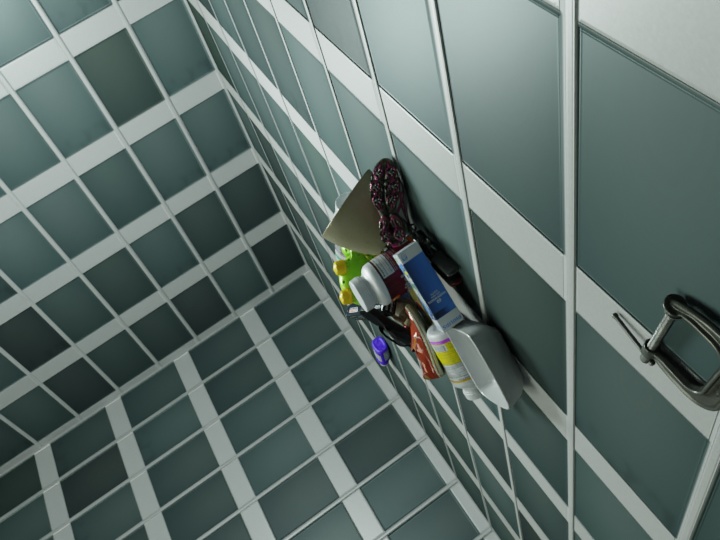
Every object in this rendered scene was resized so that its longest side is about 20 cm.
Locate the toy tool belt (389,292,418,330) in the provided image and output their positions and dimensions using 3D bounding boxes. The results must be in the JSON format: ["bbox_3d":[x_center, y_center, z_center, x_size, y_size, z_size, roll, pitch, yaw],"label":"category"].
[{"bbox_3d":[0.127,0.084,1.923,0.124,0.125,0.199,32,-177,-35],"label":"toy tool belt"}]

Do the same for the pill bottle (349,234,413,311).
[{"bbox_3d":[0.075,0.010,1.699,0.114,0.197,0.113,55,171,13],"label":"pill bottle"}]

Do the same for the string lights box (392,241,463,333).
[{"bbox_3d":[0.152,0.036,1.575,0.203,0.058,0.103,59,179,-1],"label":"string lights box"}]

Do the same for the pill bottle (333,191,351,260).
[{"bbox_3d":[-0.024,-0.119,2.019,0.114,0.111,0.203,50,155,38],"label":"pill bottle"}]

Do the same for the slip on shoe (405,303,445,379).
[{"bbox_3d":[0.150,0.180,1.750,0.074,0.060,0.205,26,-139,-67],"label":"slip on shoe"}]

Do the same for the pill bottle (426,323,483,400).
[{"bbox_3d":[0.249,0.215,1.714,0.203,0.103,0.104,61,171,-15],"label":"pill bottle"}]

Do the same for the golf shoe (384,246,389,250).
[{"bbox_3d":[0.045,-0.089,1.888,0.078,0.093,0.203,44,165,51],"label":"golf shoe"}]

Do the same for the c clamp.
[{"bbox_3d":[0.377,0.091,0.835,0.173,0.027,0.201,56,171,22],"label":"c clamp"}]

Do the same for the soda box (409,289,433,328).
[{"bbox_3d":[0.193,0.106,1.777,0.203,0.067,0.064,61,171,-13],"label":"soda box"}]

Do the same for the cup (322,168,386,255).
[{"bbox_3d":[0.018,-0.123,1.710,0.142,0.202,0.200,36,171,-1],"label":"cup"}]

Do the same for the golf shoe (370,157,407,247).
[{"bbox_3d":[0.067,-0.162,1.581,0.093,0.070,0.205,-61,-33,-58],"label":"golf shoe"}]

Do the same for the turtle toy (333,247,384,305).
[{"bbox_3d":[0.000,0.000,1.803,0.101,0.141,0.206,114,143,-79],"label":"turtle toy"}]

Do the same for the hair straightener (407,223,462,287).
[{"bbox_3d":[0.161,-0.052,1.566,0.202,0.040,0.078,57,172,42],"label":"hair straightener"}]

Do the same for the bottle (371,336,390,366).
[{"bbox_3d":[0.099,0.381,3.216,0.084,0.064,0.202,54,170,31],"label":"bottle"}]

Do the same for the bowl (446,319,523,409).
[{"bbox_3d":[0.284,0.197,1.555,0.203,0.074,0.200,60,170,-7],"label":"bowl"}]

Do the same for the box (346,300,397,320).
[{"bbox_3d":[0.039,0.047,1.916,0.045,0.164,0.198,18,165,-27],"label":"box"}]

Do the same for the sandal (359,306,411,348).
[{"bbox_3d":[0.077,0.161,1.839,0.197,0.044,0.076,33,158,-11],"label":"sandal"}]
